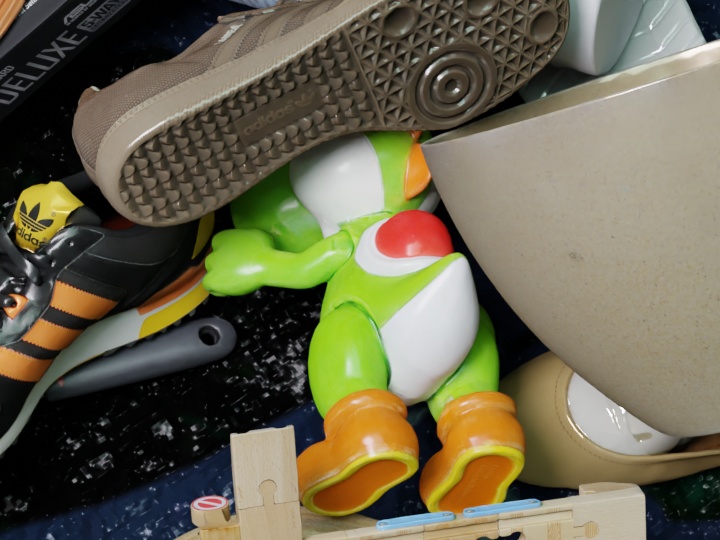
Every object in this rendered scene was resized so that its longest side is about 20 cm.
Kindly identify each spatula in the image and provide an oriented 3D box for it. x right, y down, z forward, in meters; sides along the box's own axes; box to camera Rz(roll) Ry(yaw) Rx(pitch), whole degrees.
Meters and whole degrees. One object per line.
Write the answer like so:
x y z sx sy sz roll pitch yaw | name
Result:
-0.146 0.053 1.117 0.200 0.021 0.057 -16 68 -9 | spatula

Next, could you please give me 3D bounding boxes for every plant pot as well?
0.138 -0.015 1.019 0.200 0.200 0.135 -19 94 -9 | plant pot

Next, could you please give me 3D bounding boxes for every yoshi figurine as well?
-0.003 0.008 1.100 0.112 0.112 0.200 -17 60 10 | yoshi figurine

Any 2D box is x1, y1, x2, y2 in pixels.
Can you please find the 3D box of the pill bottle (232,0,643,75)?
0.019 -0.148 1.138 0.200 0.109 0.109 17 69 16 | pill bottle

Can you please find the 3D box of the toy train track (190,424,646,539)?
0.007 0.103 1.017 0.200 0.033 0.115 -7 108 -10 | toy train track

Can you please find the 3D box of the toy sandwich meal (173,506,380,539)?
-0.020 0.181 1.049 0.205 0.070 0.205 -1 68 2 | toy sandwich meal

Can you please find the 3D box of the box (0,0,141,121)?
-0.176 -0.143 1.129 0.200 0.050 0.158 -38 72 18 | box

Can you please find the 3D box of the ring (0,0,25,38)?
-0.211 -0.159 1.109 0.200 0.019 0.201 -2 85 27 | ring

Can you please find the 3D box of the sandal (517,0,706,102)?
0.125 -0.067 1.160 0.082 0.050 0.203 -35 61 1 | sandal

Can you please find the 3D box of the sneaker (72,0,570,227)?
-0.019 -0.086 1.057 0.200 0.070 0.076 -22 38 -13 | sneaker

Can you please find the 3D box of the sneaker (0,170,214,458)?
-0.138 0.007 1.073 0.070 0.090 0.200 35 53 28 | sneaker

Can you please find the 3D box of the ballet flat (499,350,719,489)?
0.146 0.046 1.107 0.200 0.063 0.069 -7 69 -4 | ballet flat
